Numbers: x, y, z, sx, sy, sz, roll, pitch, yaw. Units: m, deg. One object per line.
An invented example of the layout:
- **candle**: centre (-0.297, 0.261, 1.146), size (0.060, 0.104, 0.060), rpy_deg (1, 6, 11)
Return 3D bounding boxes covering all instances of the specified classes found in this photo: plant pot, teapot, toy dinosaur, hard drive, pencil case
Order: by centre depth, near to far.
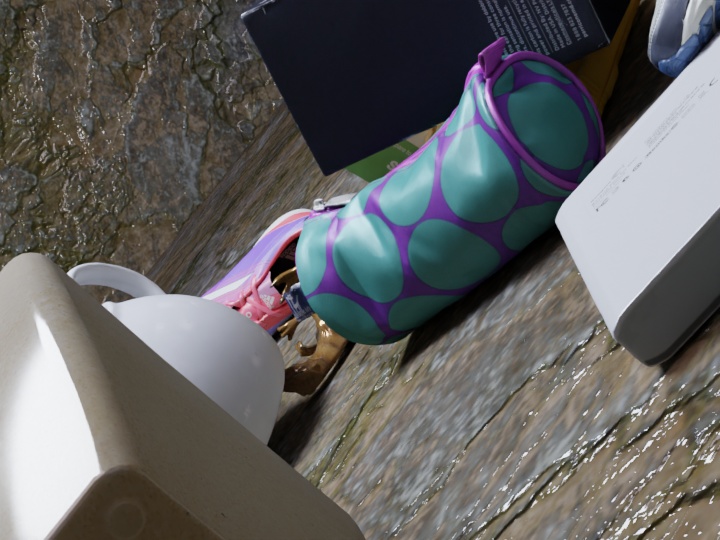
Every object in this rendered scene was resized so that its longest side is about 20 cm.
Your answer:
- **plant pot**: centre (-0.101, 0.141, 0.674), size (0.200, 0.200, 0.177), rpy_deg (-50, 20, -6)
- **hard drive**: centre (0.139, -0.042, 0.730), size (0.132, 0.026, 0.200), rpy_deg (-48, 9, 10)
- **pencil case**: centre (0.042, -0.035, 0.962), size (0.200, 0.093, 0.085), rpy_deg (-38, 2, 45)
- **teapot**: centre (-0.147, 0.088, 1.114), size (0.199, 0.145, 0.200), rpy_deg (-64, 15, -14)
- **toy dinosaur**: centre (0.000, 0.000, 1.185), size (0.106, 0.060, 0.202), rpy_deg (-1, 60, 59)

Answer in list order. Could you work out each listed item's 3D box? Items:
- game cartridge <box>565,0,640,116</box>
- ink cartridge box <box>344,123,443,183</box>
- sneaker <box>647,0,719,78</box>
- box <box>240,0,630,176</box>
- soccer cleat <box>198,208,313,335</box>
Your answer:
- **game cartridge**: centre (0.096, -0.083, 1.116), size (0.176, 0.032, 0.201), rpy_deg (-44, 13, 34)
- **ink cartridge box**: centre (0.064, -0.166, 1.277), size (0.200, 0.087, 0.146), rpy_deg (-47, 33, 25)
- **sneaker**: centre (0.160, -0.183, 0.868), size (0.077, 0.084, 0.202), rpy_deg (58, -132, -62)
- **box**: centre (0.056, -0.162, 1.044), size (0.181, 0.105, 0.200), rpy_deg (-22, 14, 23)
- **soccer cleat**: centre (-0.091, 0.033, 1.437), size (0.200, 0.068, 0.073), rpy_deg (-48, 13, -6)
